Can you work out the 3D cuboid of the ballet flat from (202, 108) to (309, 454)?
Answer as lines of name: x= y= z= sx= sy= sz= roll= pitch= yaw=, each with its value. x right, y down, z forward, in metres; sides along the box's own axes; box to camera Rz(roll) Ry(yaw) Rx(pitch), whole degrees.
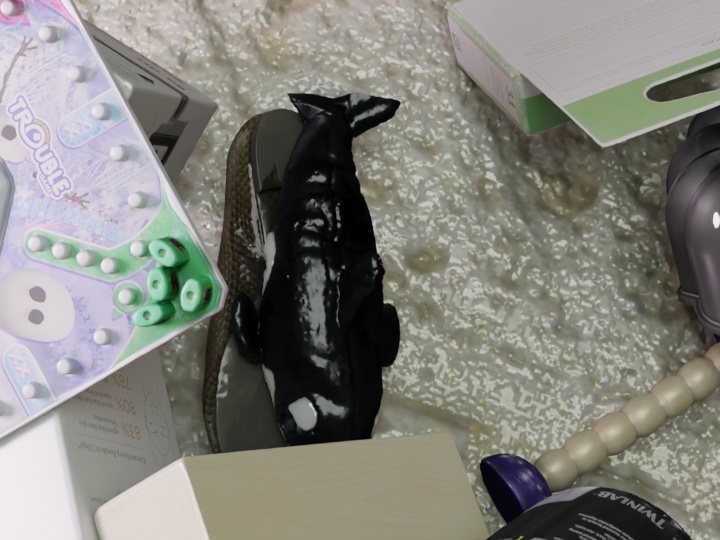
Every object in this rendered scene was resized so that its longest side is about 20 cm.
ballet flat: x=-0.055 y=0.013 z=0.995 sx=0.067 sy=0.046 sz=0.202 roll=12 pitch=73 yaw=-35

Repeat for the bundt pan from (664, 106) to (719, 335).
bundt pan: x=0.241 y=-0.053 z=0.952 sx=0.201 sy=0.202 sz=0.076 roll=-37 pitch=117 yaw=-14

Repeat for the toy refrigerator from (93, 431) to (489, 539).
toy refrigerator: x=-0.026 y=0.128 z=0.883 sx=0.199 sy=0.070 sz=0.076 roll=0 pitch=64 yaw=-52

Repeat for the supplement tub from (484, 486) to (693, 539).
supplement tub: x=0.071 y=0.182 z=0.830 sx=0.123 sy=0.123 sz=0.199 roll=51 pitch=36 yaw=12

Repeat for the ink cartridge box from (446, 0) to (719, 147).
ink cartridge box: x=0.148 y=-0.111 z=0.986 sx=0.144 sy=0.048 sz=0.200 roll=-20 pitch=35 yaw=-10

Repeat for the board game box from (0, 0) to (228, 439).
board game box: x=-0.188 y=-0.025 z=0.828 sx=0.199 sy=0.026 sz=0.201 roll=-30 pitch=87 yaw=11

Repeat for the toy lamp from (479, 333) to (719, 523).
toy lamp: x=0.157 y=0.068 z=0.980 sx=0.199 sy=0.058 sz=0.058 roll=-31 pitch=76 yaw=-14

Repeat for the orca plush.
orca plush: x=0.000 y=0.000 z=0.965 sx=0.105 sy=0.071 sz=0.202 roll=27 pitch=65 yaw=-31

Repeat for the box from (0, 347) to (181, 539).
box: x=-0.159 y=0.072 z=0.910 sx=0.097 sy=0.124 sz=0.202 roll=-20 pitch=72 yaw=16

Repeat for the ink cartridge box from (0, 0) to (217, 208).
ink cartridge box: x=-0.146 y=-0.087 z=0.932 sx=0.115 sy=0.200 sz=0.067 roll=32 pitch=97 yaw=7
